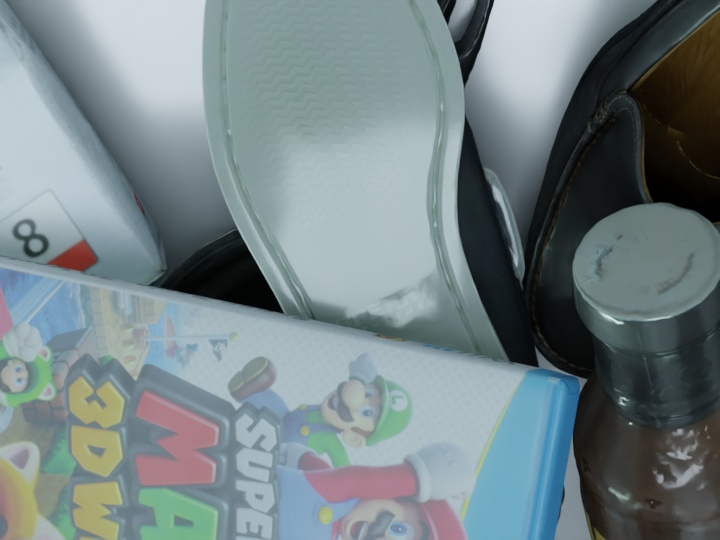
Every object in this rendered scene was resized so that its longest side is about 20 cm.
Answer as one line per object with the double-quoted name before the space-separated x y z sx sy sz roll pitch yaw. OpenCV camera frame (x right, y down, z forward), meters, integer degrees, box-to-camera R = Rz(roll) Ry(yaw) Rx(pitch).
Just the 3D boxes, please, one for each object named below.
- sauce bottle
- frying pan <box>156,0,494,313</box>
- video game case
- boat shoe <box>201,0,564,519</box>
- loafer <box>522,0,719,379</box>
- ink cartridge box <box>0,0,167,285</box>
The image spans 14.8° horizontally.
"sauce bottle" 0.093 0.062 0.777 0.064 0.065 0.200 -9 140 7
"frying pan" -0.017 0.002 0.821 0.114 0.031 0.191 -2 99 -6
"video game case" -0.048 0.079 0.756 0.199 0.018 0.144 11 95 19
"boat shoe" 0.006 -0.009 0.778 0.075 0.060 0.201 -12 90 7
"loafer" 0.089 -0.035 0.756 0.073 0.072 0.200 30 132 6
"ink cartridge box" -0.174 -0.040 0.797 0.162 0.050 0.200 -33 108 5
